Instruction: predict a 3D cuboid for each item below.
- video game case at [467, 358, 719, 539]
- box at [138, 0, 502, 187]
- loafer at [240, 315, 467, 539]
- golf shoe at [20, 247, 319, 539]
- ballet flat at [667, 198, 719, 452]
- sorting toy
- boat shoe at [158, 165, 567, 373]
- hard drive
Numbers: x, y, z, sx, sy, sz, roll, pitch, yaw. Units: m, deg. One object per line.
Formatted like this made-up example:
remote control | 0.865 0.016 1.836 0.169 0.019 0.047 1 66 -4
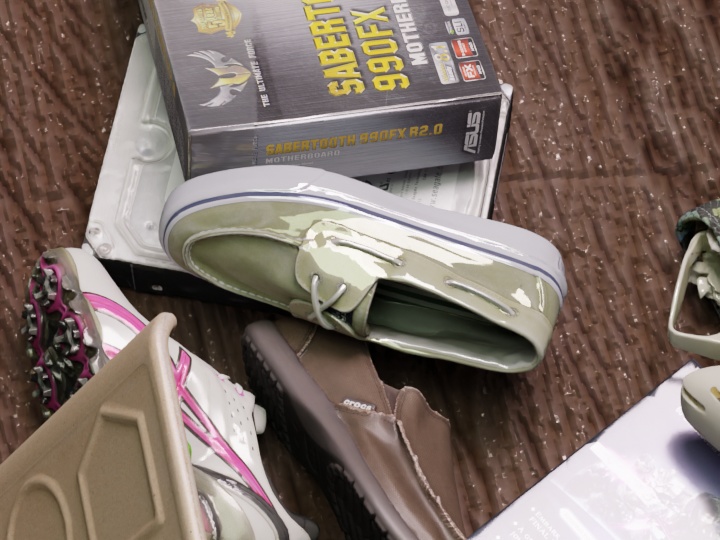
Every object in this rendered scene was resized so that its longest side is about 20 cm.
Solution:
video game case | 0.133 0.153 1.328 0.200 0.019 0.143 -37 70 -16
box | -0.029 -0.132 1.408 0.158 0.048 0.200 -7 48 -11
loafer | 0.016 0.088 1.319 0.071 0.073 0.200 -25 59 -16
golf shoe | -0.096 0.072 1.347 0.092 0.073 0.200 -15 64 -34
ballet flat | 0.183 0.045 1.341 0.074 0.074 0.200 0 46 0
sorting toy | -0.113 0.144 1.258 0.036 0.185 0.201 9 58 -32
boat shoe | 0.000 0.000 1.323 0.199 0.072 0.062 9 43 2
hard drive | -0.031 -0.046 1.411 0.199 0.038 0.140 10 65 6
